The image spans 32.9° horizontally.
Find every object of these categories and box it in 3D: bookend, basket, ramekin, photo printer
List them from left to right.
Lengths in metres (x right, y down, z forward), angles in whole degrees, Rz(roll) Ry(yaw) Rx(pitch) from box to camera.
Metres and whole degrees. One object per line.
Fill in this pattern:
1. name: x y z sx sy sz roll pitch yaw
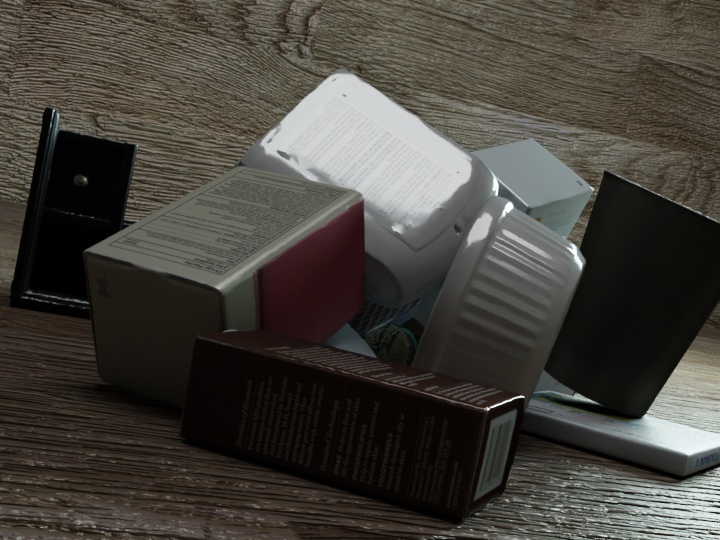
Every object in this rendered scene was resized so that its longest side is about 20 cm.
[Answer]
1. bookend: -0.252 -0.051 1.284 0.198 0.201 0.092 12 3 -17
2. photo printer: 0.011 -0.069 1.063 0.199 0.167 0.070 34 -32 13
3. ramekin: 0.114 0.048 1.006 0.093 0.204 0.202 23 6 11
4. basket: 0.266 0.027 1.185 0.135 0.202 0.180 17 12 -36

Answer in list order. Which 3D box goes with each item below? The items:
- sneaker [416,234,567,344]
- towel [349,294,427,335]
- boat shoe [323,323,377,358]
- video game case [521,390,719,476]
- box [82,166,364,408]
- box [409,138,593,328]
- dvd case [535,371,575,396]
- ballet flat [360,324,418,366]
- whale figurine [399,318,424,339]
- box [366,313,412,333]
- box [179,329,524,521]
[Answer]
1. sneaker: 0.142 0.051 1.204 0.070 0.200 0.076 43 8 -35
2. towel: 0.000 0.000 1.180 0.164 0.086 0.201 -24 -22 -26
3. boat shoe: -0.041 0.076 1.018 0.071 0.066 0.200 10 21 -30
4. video game case: 0.230 0.147 1.131 0.198 0.022 0.182 12 3 30
5. box: -0.097 0.010 0.940 0.127 0.110 0.200 14 30 27
6. box: 0.142 -0.027 1.316 0.124 0.201 0.097 -17 51 -46
7. dvd case: 0.172 0.064 1.282 0.198 0.144 0.018 12 26 -27
8. ballet flat: 0.010 0.087 1.138 0.074 0.069 0.200 -11 -1 -5
9. whale figurine: 0.095 0.071 1.478 0.198 0.105 0.159 -11 25 2
10. box: -0.039 0.030 1.430 0.199 0.052 0.157 14 32 41
11. box: -0.005 0.094 0.786 0.198 0.076 0.100 14 5 21
